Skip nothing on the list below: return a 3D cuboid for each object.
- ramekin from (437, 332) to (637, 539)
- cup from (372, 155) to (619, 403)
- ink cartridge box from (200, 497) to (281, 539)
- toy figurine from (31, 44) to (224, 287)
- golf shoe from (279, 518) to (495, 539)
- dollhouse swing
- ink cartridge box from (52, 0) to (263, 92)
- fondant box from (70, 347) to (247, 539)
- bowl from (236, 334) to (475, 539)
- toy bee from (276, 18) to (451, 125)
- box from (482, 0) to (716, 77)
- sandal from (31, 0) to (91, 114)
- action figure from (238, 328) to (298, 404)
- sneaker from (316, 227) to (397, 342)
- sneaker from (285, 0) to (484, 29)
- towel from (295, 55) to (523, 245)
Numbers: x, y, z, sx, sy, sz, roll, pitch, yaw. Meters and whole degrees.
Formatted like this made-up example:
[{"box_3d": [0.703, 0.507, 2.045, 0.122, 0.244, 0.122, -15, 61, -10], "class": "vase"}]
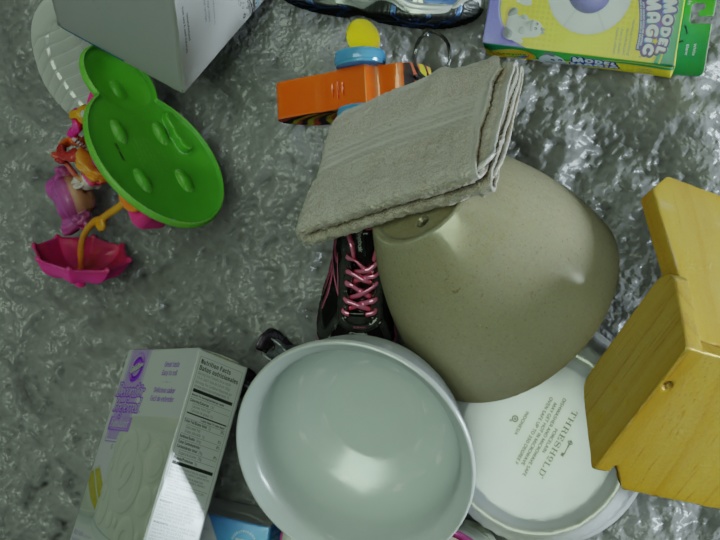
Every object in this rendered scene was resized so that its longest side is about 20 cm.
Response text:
[{"box_3d": [0.153, 0.140, 0.891, 0.198, 0.094, 0.207, -1, 87, 14], "class": "ramekin"}, {"box_3d": [0.088, -0.017, 0.838, 0.200, 0.201, 0.143, -40, 124, 9], "class": "cup"}, {"box_3d": [-0.140, 0.323, 0.967, 0.113, 0.067, 0.205, 8, 89, 14], "class": "ink cartridge box"}, {"box_3d": [-0.251, -0.075, 0.976, 0.183, 0.149, 0.202, -39, 73, 31], "class": "toy figurine"}, {"box_3d": [0.025, 0.237, 0.891, 0.195, 0.092, 0.077, 3, 79, 3], "class": "golf shoe"}, {"box_3d": [0.278, 0.060, 0.845, 0.196, 0.177, 0.183, 14, 124, -23], "class": "dollhouse swing"}, {"box_3d": [-0.165, -0.300, 0.921, 0.145, 0.146, 0.202, 27, 61, 12], "class": "ink cartridge box"}, {"box_3d": [-0.185, 0.174, 0.925, 0.143, 0.058, 0.204, -7, 63, 52], "class": "fondant box"}, {"box_3d": [0.004, 0.132, 0.847, 0.197, 0.091, 0.205, 6, 113, 14], "class": "bowl"}, {"box_3d": [0.023, -0.156, 0.943, 0.198, 0.108, 0.134, 22, 102, 38], "class": "toy bee"}, {"box_3d": [0.215, -0.241, 0.918, 0.196, 0.048, 0.120, 9, 90, 12], "class": "box"}, {"box_3d": [-0.256, -0.178, 1.029, 0.082, 0.050, 0.204, -32, 94, 21], "class": "sandal"}, {"box_3d": [-0.022, 0.138, 0.948, 0.198, 0.069, 0.132, 30, 89, 10], "class": "action figure"}, {"box_3d": [0.000, 0.000, 0.910, 0.077, 0.096, 0.204, 4, 72, 3], "class": "sneaker"}, {"box_3d": [0.020, -0.270, 0.950, 0.196, 0.076, 0.079, 14, 95, 12], "class": "sneaker"}, {"box_3d": [0.035, -0.095, 0.818, 0.197, 0.034, 0.134, -16, 43, 38], "class": "towel"}]
